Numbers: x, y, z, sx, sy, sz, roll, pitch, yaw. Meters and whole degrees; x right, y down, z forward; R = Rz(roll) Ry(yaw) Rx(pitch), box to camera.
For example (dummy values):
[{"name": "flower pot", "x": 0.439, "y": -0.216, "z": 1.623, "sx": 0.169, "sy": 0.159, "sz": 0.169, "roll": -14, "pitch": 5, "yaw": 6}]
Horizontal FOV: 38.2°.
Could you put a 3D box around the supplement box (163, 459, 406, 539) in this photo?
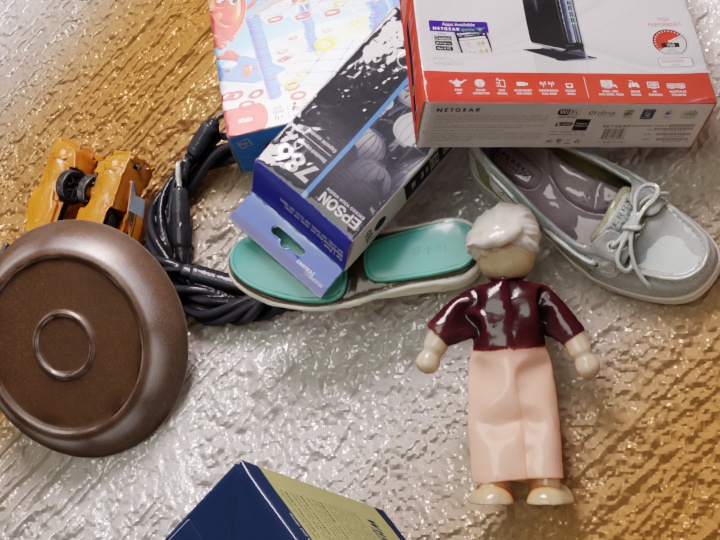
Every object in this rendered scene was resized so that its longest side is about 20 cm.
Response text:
[{"name": "supplement box", "x": -0.015, "y": 0.247, "z": 0.626, "sx": 0.134, "sy": 0.200, "sz": 0.200, "roll": -46, "pitch": 57, "yaw": 4}]

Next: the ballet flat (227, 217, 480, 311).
[{"name": "ballet flat", "x": 0.000, "y": 0.000, "z": 0.784, "sx": 0.197, "sy": 0.070, "sz": 0.070, "roll": -4, "pitch": 69, "yaw": 14}]

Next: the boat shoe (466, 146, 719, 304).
[{"name": "boat shoe", "x": 0.155, "y": -0.046, "z": 0.724, "sx": 0.201, "sy": 0.065, "sz": 0.075, "roll": 38, "pitch": 90, "yaw": 24}]

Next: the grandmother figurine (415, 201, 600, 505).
[{"name": "grandmother figurine", "x": 0.098, "y": 0.053, "z": 0.701, "sx": 0.120, "sy": 0.061, "sz": 0.203, "roll": 1, "pitch": 81, "yaw": -4}]

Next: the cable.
[{"name": "cable", "x": -0.109, "y": -0.035, "z": 0.873, "sx": 0.163, "sy": 0.051, "sz": 0.200, "roll": -44, "pitch": 58, "yaw": 7}]

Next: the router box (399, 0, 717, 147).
[{"name": "router box", "x": 0.129, "y": -0.172, "z": 0.735, "sx": 0.197, "sy": 0.049, "sz": 0.181, "roll": -1, "pitch": 59, "yaw": -6}]

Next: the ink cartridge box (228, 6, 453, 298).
[{"name": "ink cartridge box", "x": -0.001, "y": -0.087, "z": 0.755, "sx": 0.099, "sy": 0.039, "sz": 0.200, "roll": 38, "pitch": 82, "yaw": 15}]

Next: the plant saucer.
[{"name": "plant saucer", "x": -0.239, "y": 0.060, "z": 0.862, "sx": 0.197, "sy": 0.032, "sz": 0.203, "roll": 1, "pitch": 96, "yaw": 13}]

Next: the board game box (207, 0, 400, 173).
[{"name": "board game box", "x": -0.022, "y": -0.198, "z": 0.853, "sx": 0.197, "sy": 0.056, "sz": 0.198, "roll": -13, "pitch": 65, "yaw": 3}]

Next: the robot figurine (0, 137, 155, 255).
[{"name": "robot figurine", "x": -0.256, "y": -0.012, "z": 0.929, "sx": 0.144, "sy": 0.058, "sz": 0.202, "roll": 14, "pitch": 84, "yaw": 31}]
